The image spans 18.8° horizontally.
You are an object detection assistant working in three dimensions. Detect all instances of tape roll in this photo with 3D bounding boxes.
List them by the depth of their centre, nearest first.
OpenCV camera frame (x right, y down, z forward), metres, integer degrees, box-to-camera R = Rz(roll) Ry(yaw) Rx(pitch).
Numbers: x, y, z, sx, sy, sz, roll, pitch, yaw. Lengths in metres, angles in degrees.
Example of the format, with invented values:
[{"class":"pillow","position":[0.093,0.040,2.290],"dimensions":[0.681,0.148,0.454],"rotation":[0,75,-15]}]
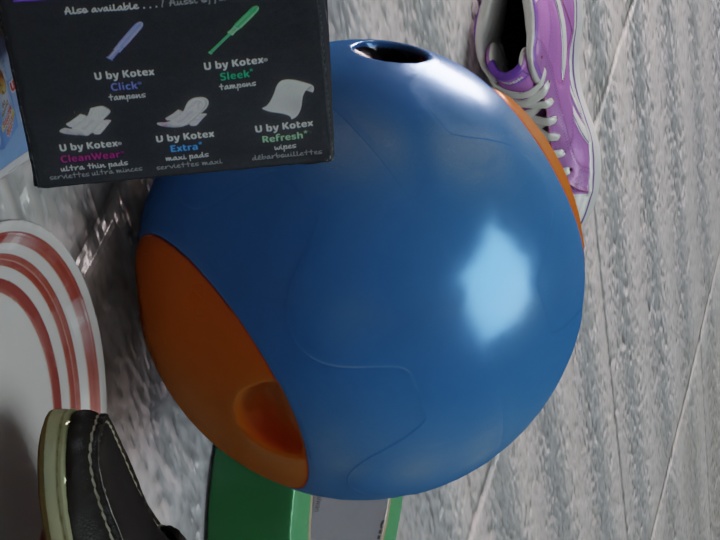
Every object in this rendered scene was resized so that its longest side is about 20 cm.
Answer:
[{"class":"tape roll","position":[-0.024,0.113,1.173],"dimensions":[0.200,0.048,0.203],"rotation":[6,90,-73]}]

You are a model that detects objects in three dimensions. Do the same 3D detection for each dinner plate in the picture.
[{"class":"dinner plate","position":[-0.145,0.081,0.818],"dimensions":[0.200,0.024,0.202],"rotation":[7,90,-73]}]

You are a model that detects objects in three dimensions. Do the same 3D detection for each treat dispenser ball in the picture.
[{"class":"treat dispenser ball","position":[0.000,0.000,0.958],"dimensions":[0.201,0.199,0.203],"rotation":[6,90,-72]}]

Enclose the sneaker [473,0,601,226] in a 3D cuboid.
[{"class":"sneaker","position":[0.114,-0.114,1.512],"dimensions":[0.114,0.072,0.202],"rotation":[-30,114,-64]}]

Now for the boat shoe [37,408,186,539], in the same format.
[{"class":"boat shoe","position":[-0.074,0.140,0.866],"dimensions":[0.073,0.064,0.201],"rotation":[-83,158,-63]}]

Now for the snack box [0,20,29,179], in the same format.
[{"class":"snack box","position":[-0.134,-0.074,0.781],"dimensions":[0.200,0.024,0.073],"rotation":[-49,132,-61]}]

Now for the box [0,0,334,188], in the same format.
[{"class":"box","position":[-0.067,-0.142,0.694],"dimensions":[0.123,0.105,0.201],"rotation":[-96,-179,-46]}]
